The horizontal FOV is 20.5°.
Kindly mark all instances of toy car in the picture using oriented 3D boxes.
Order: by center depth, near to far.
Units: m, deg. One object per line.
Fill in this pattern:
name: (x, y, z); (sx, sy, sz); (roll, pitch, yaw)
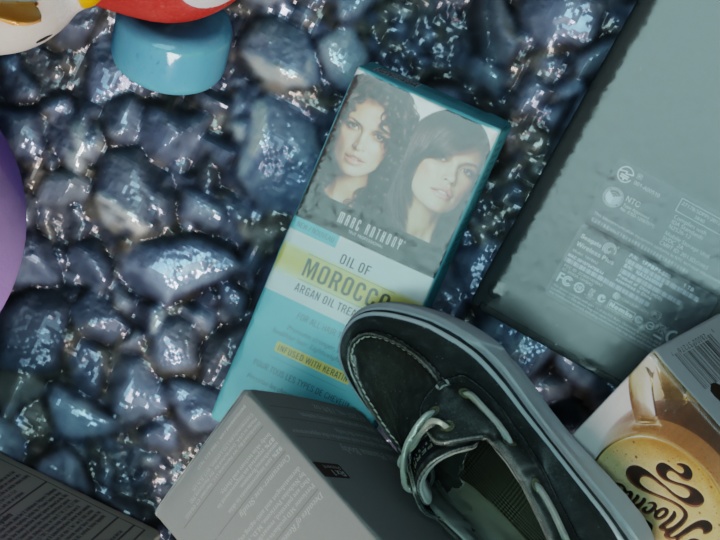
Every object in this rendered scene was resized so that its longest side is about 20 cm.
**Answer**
toy car: (-0.143, -0.153, 0.927); (0.177, 0.200, 0.185); (20, 128, 6)

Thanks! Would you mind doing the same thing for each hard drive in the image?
hard drive: (0.164, -0.037, 1.001); (0.139, 0.033, 0.200); (30, 104, 5)

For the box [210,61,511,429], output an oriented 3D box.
box: (0.000, 0.000, 1.030); (0.082, 0.049, 0.200); (24, 101, 5)

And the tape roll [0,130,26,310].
tape roll: (-0.277, -0.029, 1.022); (0.200, 0.066, 0.200); (-2, 69, 5)

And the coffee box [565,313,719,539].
coffee box: (0.189, 0.136, 0.946); (0.200, 0.080, 0.113); (49, 125, 14)

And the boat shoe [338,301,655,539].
boat shoe: (0.053, 0.085, 0.939); (0.200, 0.071, 0.072); (41, 121, 28)

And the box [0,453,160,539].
box: (-0.227, 0.158, 1.049); (0.200, 0.128, 0.109); (25, 102, 6)

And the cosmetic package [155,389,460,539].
cosmetic package: (0.008, 0.153, 0.932); (0.200, 0.107, 0.090); (42, 103, 30)
